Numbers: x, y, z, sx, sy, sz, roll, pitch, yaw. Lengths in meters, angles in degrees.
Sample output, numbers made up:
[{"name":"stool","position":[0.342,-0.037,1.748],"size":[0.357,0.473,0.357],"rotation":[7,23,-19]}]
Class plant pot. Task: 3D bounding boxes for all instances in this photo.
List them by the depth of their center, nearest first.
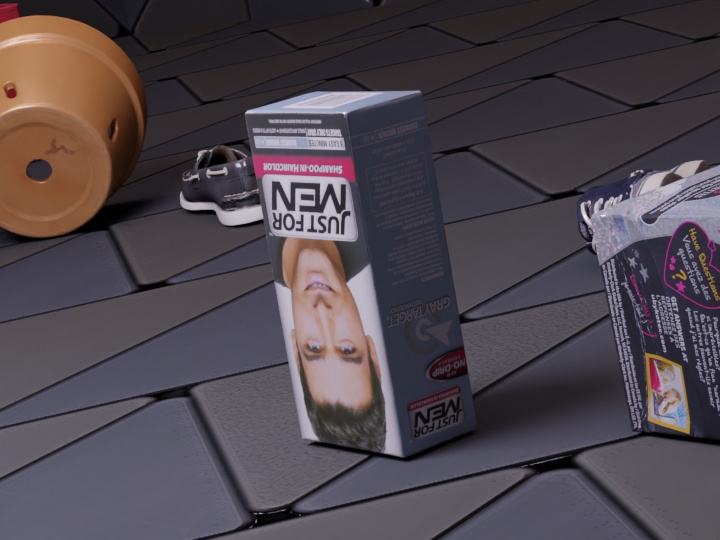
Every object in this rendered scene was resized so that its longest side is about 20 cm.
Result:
[{"name":"plant pot","position":[-0.302,-0.122,2.411],"size":[0.198,0.201,0.140],"rotation":[-10,28,2]}]

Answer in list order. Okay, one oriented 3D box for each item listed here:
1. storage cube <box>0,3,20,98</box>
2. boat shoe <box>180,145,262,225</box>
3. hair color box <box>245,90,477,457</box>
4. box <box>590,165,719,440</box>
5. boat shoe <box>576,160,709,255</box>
[{"name":"storage cube","position":[-0.482,-0.199,2.916],"size":[0.199,0.181,0.170],"rotation":[-18,13,-34]},{"name":"boat shoe","position":[-0.125,-0.085,2.341],"size":[0.073,0.061,0.200],"rotation":[-14,12,-12]},{"name":"hair color box","position":[0.000,0.000,1.478],"size":[0.060,0.202,0.099],"rotation":[-18,14,-36]},{"name":"box","position":[0.245,0.002,1.414],"size":[0.199,0.133,0.114],"rotation":[-20,13,-37]},{"name":"boat shoe","position":[0.193,-0.030,1.797],"size":[0.092,0.075,0.200],"rotation":[-14,2,19]}]
